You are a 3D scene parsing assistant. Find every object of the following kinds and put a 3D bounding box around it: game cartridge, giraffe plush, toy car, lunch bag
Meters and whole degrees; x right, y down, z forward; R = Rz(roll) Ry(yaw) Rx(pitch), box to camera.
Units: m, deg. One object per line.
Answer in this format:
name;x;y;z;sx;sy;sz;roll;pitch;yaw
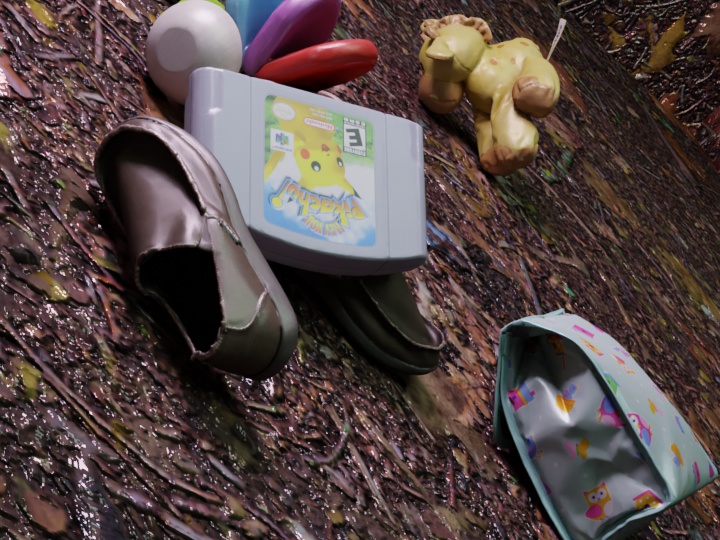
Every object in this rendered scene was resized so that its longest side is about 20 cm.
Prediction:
game cartridge;-0.037;-0.067;1.246;0.198;0.040;0.135;12;67;-28
giraffe plush;0.139;-0.229;1.980;0.160;0.202;0.172;18;-7;-12
toy car;-0.064;-0.164;1.359;0.201;0.150;0.175;52;19;12
lunch bag;0.193;0.125;1.415;0.201;0.121;0.170;58;21;12

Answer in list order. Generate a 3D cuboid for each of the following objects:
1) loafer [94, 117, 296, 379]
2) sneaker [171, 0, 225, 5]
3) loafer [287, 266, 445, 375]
loafer;-0.113;-0.020;1.056;0.201;0.073;0.071;53;25;23
sneaker;-0.120;-0.265;1.541;0.199;0.088;0.074;39;21;-23
loafer;0.000;0.000;1.298;0.200;0.071;0.073;44;18;-13
